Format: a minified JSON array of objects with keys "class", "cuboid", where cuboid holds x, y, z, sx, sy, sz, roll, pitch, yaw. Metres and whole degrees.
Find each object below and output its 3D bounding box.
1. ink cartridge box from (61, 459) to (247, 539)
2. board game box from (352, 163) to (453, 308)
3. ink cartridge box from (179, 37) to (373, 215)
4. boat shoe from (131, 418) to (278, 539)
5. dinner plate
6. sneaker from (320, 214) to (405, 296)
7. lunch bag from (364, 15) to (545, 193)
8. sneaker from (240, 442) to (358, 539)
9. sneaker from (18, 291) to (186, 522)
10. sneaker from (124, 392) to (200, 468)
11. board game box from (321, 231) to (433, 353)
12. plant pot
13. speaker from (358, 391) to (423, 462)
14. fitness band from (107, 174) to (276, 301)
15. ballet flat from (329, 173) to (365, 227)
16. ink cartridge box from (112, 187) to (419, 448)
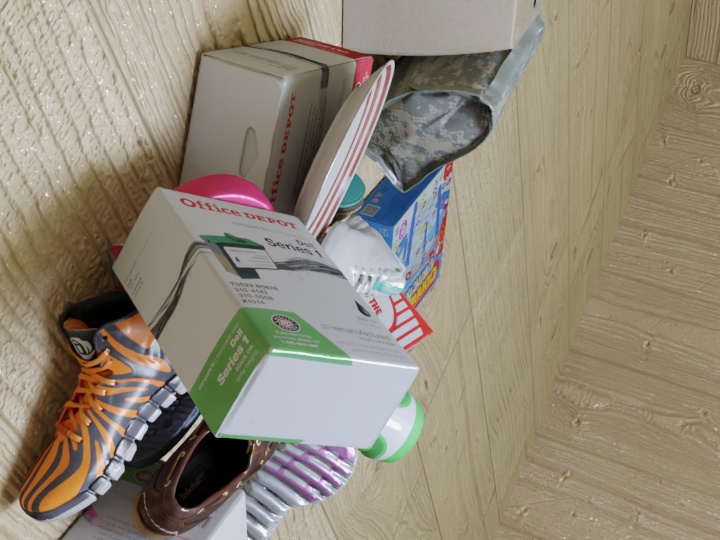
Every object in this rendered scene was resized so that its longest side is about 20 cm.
[{"class":"ink cartridge box","cuboid":[-0.194,0.257,1.149,0.200,0.117,0.067,-51,151,-48]},{"class":"board game box","cuboid":[0.049,-0.029,1.700,0.200,0.056,0.196,-51,152,-49]},{"class":"ink cartridge box","cuboid":[-0.074,-0.124,1.201,0.200,0.084,0.145,-32,137,-65]},{"class":"boat shoe","cuboid":[-0.115,0.156,1.165,0.070,0.070,0.200,-41,-174,45]},{"class":"dinner plate","cuboid":[-0.021,-0.093,1.158,0.200,0.024,0.200,26,90,-88]},{"class":"sneaker","cuboid":[0.000,0.000,1.286,0.075,0.088,0.200,-57,176,20]},{"class":"lunch bag","cuboid":[0.101,-0.201,1.464,0.200,0.118,0.164,-28,-157,48]},{"class":"sneaker","cuboid":[-0.082,0.212,1.399,0.200,0.080,0.089,-40,-163,24]},{"class":"sneaker","cuboid":[-0.212,0.092,1.038,0.200,0.078,0.112,-52,136,-19]},{"class":"sneaker","cuboid":[-0.154,0.110,1.209,0.200,0.070,0.082,-57,155,-35]},{"class":"board game box","cuboid":[-0.031,0.045,1.350,0.046,0.152,0.200,-44,172,32]},{"class":"plant pot","cuboid":[0.104,-0.335,1.380,0.200,0.177,0.200,-54,154,-44]},{"class":"speaker","cuboid":[-0.030,0.125,1.395,0.200,0.088,0.089,33,70,-27]},{"class":"fitness band","cuboid":[-0.129,0.007,1.105,0.143,0.037,0.200,-20,139,-15]},{"class":"ballet flat","cuboid":[-0.058,-0.062,1.368,0.065,0.071,0.200,-50,169,24]},{"class":"ink cartridge box","cuboid":[-0.074,0.034,0.992,0.146,0.200,0.084,11,120,-42]}]
